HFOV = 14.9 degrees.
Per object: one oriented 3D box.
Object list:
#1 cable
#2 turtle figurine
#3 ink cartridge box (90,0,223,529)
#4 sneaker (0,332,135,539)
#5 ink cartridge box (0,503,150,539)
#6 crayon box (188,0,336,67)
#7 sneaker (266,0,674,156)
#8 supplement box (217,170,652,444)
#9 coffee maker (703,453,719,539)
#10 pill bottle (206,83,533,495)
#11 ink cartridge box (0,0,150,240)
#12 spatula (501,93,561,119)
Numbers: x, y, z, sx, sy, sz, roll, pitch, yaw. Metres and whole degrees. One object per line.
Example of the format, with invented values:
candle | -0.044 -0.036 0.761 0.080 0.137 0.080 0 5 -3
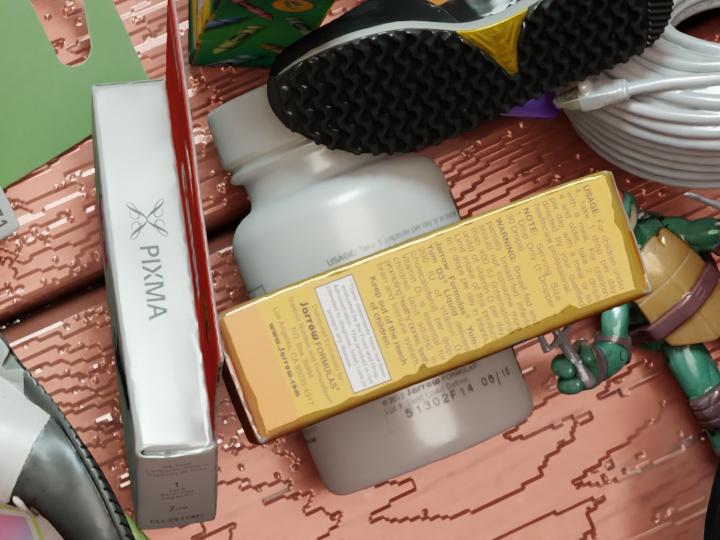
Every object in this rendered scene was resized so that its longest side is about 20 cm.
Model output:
cable | 0.191 -0.126 1.393 0.199 0.069 0.201 6 47 16
turtle figurine | 0.166 0.015 1.410 0.150 0.101 0.200 -44 110 7
ink cartridge box | -0.097 -0.003 1.297 0.043 0.174 0.201 -6 63 -6
sneaker | -0.182 0.079 1.283 0.088 0.074 0.200 -38 75 -11
ink cartridge box | -0.206 0.169 1.342 0.200 0.076 0.148 -43 93 -12
crayon box | -0.048 -0.173 1.339 0.058 0.200 0.120 1 84 -8
sneaker | 0.047 -0.120 1.332 0.199 0.090 0.070 -19 127 -2
supplement box | 0.031 0.017 1.286 0.199 0.067 0.069 -22 89 -7
coffee maker | 0.284 0.136 1.370 0.199 0.134 0.193 -3 91 -28
pill bottle | 0.000 0.000 1.375 0.114 0.114 0.201 -21 89 -11
ink cartridge box | -0.202 -0.083 1.348 0.199 0.048 0.146 -31 125 -10
spatula | 0.142 -0.087 1.454 0.199 0.021 0.057 15 62 -11
